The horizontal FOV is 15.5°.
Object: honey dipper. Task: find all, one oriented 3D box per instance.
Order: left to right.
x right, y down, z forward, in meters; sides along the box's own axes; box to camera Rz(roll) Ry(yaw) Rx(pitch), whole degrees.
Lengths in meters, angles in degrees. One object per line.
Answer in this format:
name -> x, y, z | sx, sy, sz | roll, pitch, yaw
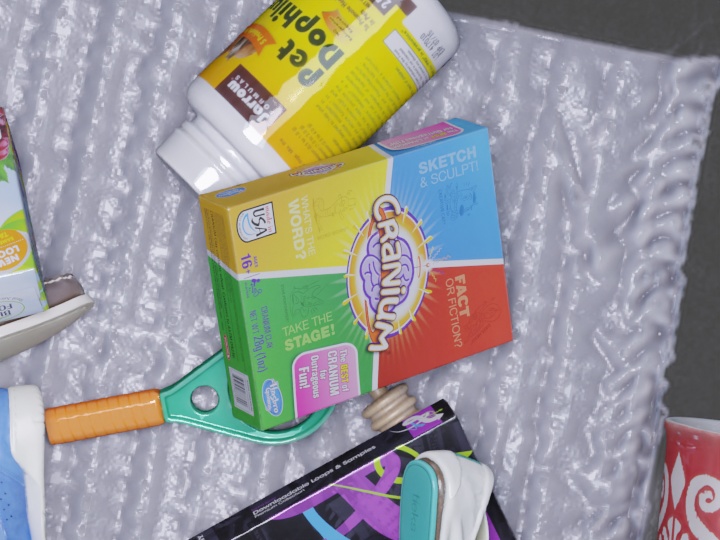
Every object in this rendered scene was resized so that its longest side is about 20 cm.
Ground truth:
honey dipper -> -0.015, 0.040, 1.779 | 0.038, 0.038, 0.200 | -33, 87, -4

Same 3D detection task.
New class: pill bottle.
pill bottle -> -0.038, -0.120, 1.740 | 0.200, 0.109, 0.109 | -45, 92, -4

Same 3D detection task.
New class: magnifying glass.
magnifying glass -> -0.111, 0.087, 1.763 | 0.199, 0.022, 0.080 | -10, 101, 5

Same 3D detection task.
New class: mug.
mug -> 0.273, 0.210, 1.748 | 0.176, 0.133, 0.201 | 9, 91, -2

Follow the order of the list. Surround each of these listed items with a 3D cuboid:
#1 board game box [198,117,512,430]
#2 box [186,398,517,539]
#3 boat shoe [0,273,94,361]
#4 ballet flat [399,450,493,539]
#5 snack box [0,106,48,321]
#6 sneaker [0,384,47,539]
board game box -> 0.000, 0.000, 1.715 | 0.199, 0.040, 0.154 | -19, 112, -28
box -> 0.001, 0.195, 1.751 | 0.199, 0.036, 0.143 | -28, 112, -3
boat shoe -> -0.275, 0.040, 1.741 | 0.199, 0.072, 0.060 | -23, 77, -10
ballet flat -> 0.050, 0.213, 1.722 | 0.069, 0.069, 0.201 | 10, 105, -4
snack box -> -0.313, -0.018, 1.714 | 0.199, 0.053, 0.143 | -14, 55, -4
sneaker -> -0.260, 0.177, 1.733 | 0.111, 0.077, 0.201 | -2, 85, -10
